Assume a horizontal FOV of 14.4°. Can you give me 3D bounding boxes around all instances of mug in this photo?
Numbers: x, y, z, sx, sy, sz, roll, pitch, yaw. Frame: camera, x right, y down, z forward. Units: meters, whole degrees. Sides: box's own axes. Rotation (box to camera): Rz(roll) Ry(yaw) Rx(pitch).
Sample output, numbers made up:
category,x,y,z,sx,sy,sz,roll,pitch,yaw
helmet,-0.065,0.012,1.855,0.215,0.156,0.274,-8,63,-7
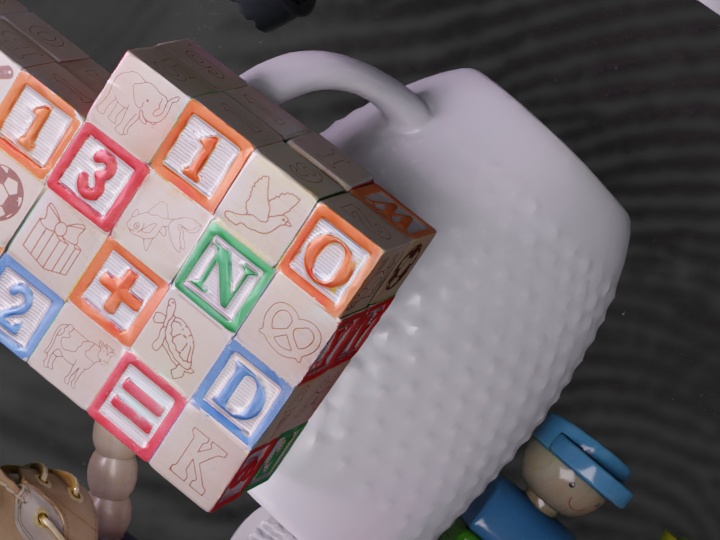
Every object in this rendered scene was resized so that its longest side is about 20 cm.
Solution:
category,x,y,z,sx,sy,sz,roll,pitch,yaw
mug,0.000,0.000,1.095,0.175,0.148,0.200,-46,128,-1

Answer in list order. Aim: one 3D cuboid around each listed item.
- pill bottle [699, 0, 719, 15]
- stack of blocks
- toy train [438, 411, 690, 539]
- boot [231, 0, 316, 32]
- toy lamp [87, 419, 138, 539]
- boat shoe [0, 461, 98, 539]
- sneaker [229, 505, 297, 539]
category,x,y,z,sx,sy,sz,roll,pitch,yaw
pill bottle,0.179,-0.190,1.054,0.111,0.111,0.200,37,107,-2
stack of blocks,-0.088,-0.025,1.006,0.200,0.059,0.115,37,108,11
toy train,0.115,0.159,1.178,0.200,0.085,0.116,39,91,-5
boot,-0.016,-0.197,1.036,0.168,0.077,0.200,-29,121,18
toy lamp,-0.097,0.037,1.186,0.058,0.058,0.201,13,106,6
boat shoe,-0.136,0.111,1.144,0.074,0.069,0.200,6,134,49
sneaker,-0.034,0.196,1.211,0.078,0.079,0.201,6,84,4
